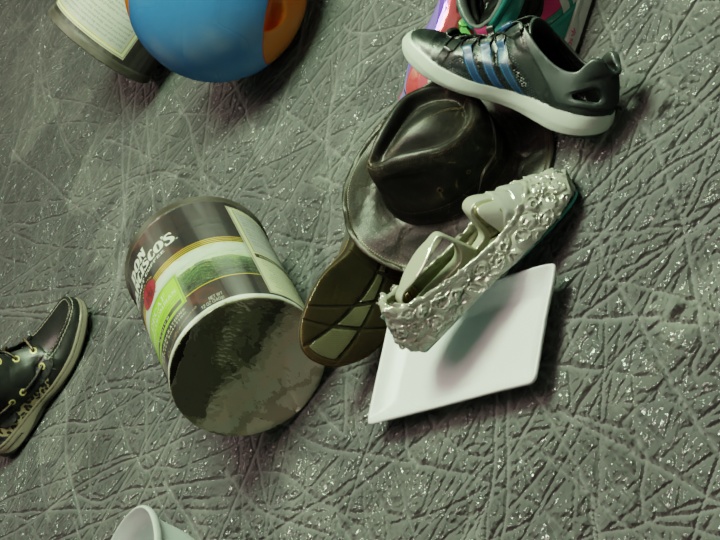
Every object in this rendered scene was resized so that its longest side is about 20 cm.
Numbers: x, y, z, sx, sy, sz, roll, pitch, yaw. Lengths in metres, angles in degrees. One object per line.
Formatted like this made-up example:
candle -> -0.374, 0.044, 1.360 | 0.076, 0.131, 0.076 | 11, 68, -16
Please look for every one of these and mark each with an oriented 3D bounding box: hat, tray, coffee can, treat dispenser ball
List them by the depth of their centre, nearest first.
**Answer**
tray -> 0.086, 0.065, 1.478 | 0.200, 0.022, 0.108 | -19, 48, 47
hat -> 0.059, -0.099, 1.538 | 0.200, 0.081, 0.201 | -12, 61, 23
coffee can -> -0.129, 0.039, 1.688 | 0.147, 0.146, 0.200 | -52, 32, 12
treat dispenser ball -> -0.157, -0.305, 1.966 | 0.201, 0.201, 0.201 | -35, 39, 34
coffee can -> -0.261, -0.350, 2.191 | 0.200, 0.146, 0.146 | -53, 32, 11

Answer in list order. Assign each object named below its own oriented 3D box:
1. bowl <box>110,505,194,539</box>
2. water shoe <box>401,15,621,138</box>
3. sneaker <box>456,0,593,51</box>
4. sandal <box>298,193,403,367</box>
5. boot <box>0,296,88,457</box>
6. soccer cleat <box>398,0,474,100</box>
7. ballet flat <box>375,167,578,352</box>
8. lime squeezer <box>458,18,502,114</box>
bowl -> -0.171, 0.309, 1.553 | 0.201, 0.090, 0.202 | -164, 90, -71
water shoe -> 0.129, -0.178, 1.502 | 0.200, 0.071, 0.079 | 25, 119, 23
sneaker -> 0.143, -0.269, 1.581 | 0.083, 0.121, 0.201 | -13, 53, 50
sandal -> 0.000, 0.000, 1.608 | 0.055, 0.081, 0.201 | -43, 26, 62
boot -> -0.410, 0.097, 2.039 | 0.200, 0.150, 0.073 | -57, 31, 4
soccer cleat -> 0.090, -0.239, 1.692 | 0.076, 0.067, 0.201 | 0, 67, 60
ballet flat -> 0.091, -0.018, 1.462 | 0.200, 0.072, 0.072 | -47, 31, -2
lime squeezer -> 0.121, -0.218, 1.629 | 0.070, 0.038, 0.201 | 1, 61, 27
